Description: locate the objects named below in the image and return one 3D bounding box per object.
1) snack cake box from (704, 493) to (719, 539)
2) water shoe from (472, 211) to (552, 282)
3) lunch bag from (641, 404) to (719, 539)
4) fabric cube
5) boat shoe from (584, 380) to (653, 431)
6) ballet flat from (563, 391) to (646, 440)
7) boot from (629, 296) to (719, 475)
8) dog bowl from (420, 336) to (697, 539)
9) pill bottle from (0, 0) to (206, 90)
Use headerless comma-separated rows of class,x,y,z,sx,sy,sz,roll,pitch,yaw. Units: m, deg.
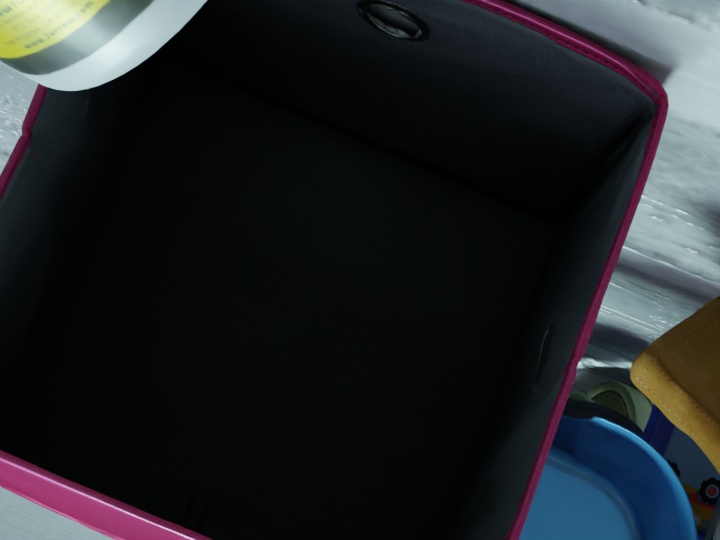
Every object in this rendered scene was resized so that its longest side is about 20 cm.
snack cake box,0.229,0.157,0.766,0.198,0.068,0.115,17,-171,5
water shoe,0.000,0.000,0.863,0.198,0.079,0.072,20,166,12
lunch bag,0.178,0.149,0.871,0.149,0.201,0.094,21,166,5
fabric cube,-0.026,0.012,0.709,0.195,0.201,0.199,22,168,1
boat shoe,0.102,0.133,1.055,0.068,0.075,0.200,22,137,-32
ballet flat,0.072,0.081,1.003,0.073,0.074,0.199,33,168,-34
boot,0.203,0.056,0.775,0.200,0.071,0.144,-8,-132,-49
dog bowl,0.045,0.098,0.832,0.199,0.112,0.050,24,178,9
pill bottle,-0.122,-0.140,0.489,0.199,0.112,0.111,34,162,-35
